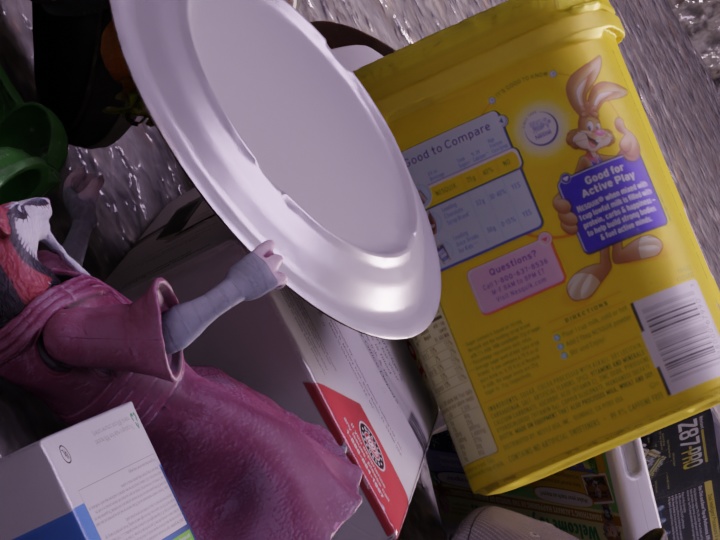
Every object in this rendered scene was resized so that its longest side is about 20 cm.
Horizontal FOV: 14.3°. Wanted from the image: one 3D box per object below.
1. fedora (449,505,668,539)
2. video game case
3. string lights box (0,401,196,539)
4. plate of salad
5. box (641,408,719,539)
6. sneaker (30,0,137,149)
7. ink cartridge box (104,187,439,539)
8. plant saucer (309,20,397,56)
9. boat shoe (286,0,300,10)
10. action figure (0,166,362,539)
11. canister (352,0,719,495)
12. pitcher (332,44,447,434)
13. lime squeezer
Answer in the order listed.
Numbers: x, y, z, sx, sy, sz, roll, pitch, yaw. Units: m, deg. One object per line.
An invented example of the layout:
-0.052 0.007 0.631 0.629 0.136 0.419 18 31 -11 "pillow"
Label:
0.061 0.173 1.316 0.090 0.177 0.200 36 20 7 "fedora"
0.079 0.057 1.488 0.200 0.022 0.183 2 -72 62 "video game case"
-0.073 0.152 0.980 0.200 0.059 0.103 65 14 2 "string lights box"
-0.039 -0.052 1.170 0.200 0.048 0.200 43 25 -25 "plate of salad"
0.129 0.163 1.516 0.049 0.161 0.200 59 13 -21 "box"
-0.141 -0.139 1.197 0.075 0.106 0.200 38 -49 44 "sneaker"
-0.038 0.039 1.265 0.147 0.083 0.200 62 14 -10 "ink cartridge box"
0.021 -0.049 1.579 0.200 0.032 0.200 40 -23 21 "plant saucer"
-0.082 -0.215 1.590 0.202 0.072 0.060 63 18 12 "boat shoe"
-0.093 0.047 1.083 0.200 0.149 0.134 40 -12 -23 "action figure"
0.080 -0.013 1.318 0.200 0.148 0.087 68 14 8 "canister"
0.000 0.000 1.459 0.172 0.121 0.200 133 -64 -71 "pitcher"
-0.145 -0.052 1.125 0.071 0.038 0.200 58 15 -24 "lime squeezer"
